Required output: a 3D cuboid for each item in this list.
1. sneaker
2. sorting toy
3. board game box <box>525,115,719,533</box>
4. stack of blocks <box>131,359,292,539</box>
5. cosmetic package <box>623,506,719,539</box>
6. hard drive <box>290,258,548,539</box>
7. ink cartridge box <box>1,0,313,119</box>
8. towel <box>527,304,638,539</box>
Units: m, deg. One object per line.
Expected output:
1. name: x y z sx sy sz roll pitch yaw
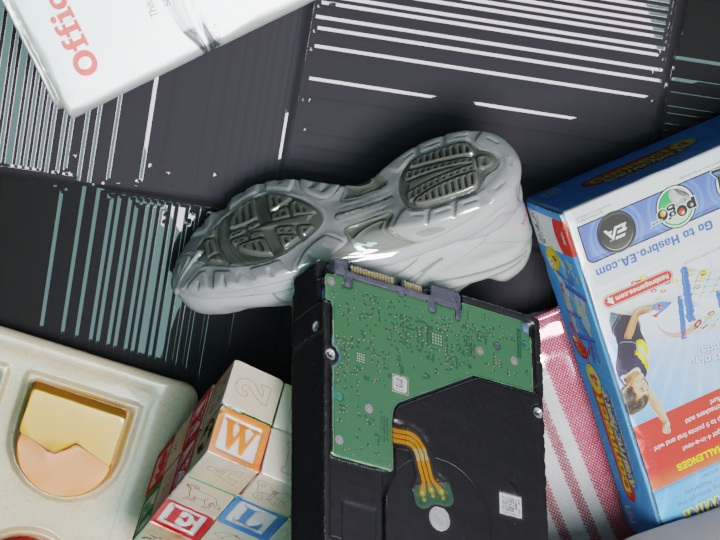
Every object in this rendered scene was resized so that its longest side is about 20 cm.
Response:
1. sneaker: 0.000 0.000 1.534 0.199 0.078 0.100 -13 133 14
2. sorting toy: -0.205 0.123 1.561 0.199 0.036 0.186 16 101 -11
3. board game box: 0.211 0.018 1.554 0.199 0.056 0.197 -22 106 -14
4. stack of blocks: -0.005 0.135 1.522 0.199 0.059 0.115 25 142 -12
5. cosmetic package: 0.173 0.230 1.546 0.150 0.052 0.201 -18 121 -20
6. hard drive: 0.030 0.103 1.460 0.139 0.038 0.201 16 59 -30
7. ink cartridge box: -0.095 -0.188 1.475 0.199 0.083 0.147 -25 105 -1
8. towel: 0.098 0.094 1.597 0.199 0.030 0.147 -22 106 1
